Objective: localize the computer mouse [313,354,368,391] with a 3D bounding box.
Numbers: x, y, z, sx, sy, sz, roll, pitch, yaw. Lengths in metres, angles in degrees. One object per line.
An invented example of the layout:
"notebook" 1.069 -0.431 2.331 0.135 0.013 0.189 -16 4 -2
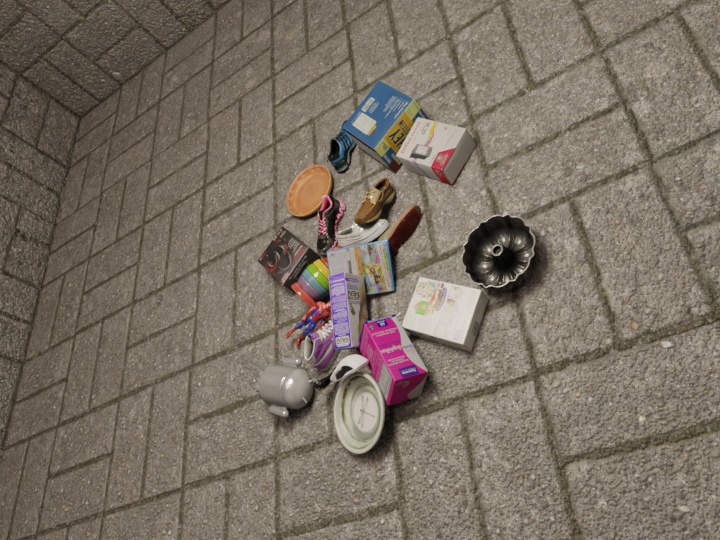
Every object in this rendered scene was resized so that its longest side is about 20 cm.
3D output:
"computer mouse" -0.048 0.264 1.581 0.199 0.108 0.045 -37 80 46

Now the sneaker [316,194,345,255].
"sneaker" -0.115 -0.153 1.910 0.077 0.095 0.206 -2 66 34

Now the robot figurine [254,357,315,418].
"robot figurine" -0.216 0.337 1.704 0.195 0.112 0.175 -1 70 37

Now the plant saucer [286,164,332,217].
"plant saucer" -0.174 -0.273 2.060 0.196 0.037 0.206 -19 55 29

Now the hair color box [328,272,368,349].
"hair color box" -0.030 0.115 1.646 0.063 0.108 0.207 -10 80 30

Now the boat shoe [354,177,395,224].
"boat shoe" 0.037 -0.214 1.784 0.074 0.076 0.201 4 37 32

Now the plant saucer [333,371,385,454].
"plant saucer" 0.008 0.370 1.536 0.197 0.049 0.207 -15 71 48

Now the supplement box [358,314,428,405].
"supplement box" 0.081 0.228 1.520 0.098 0.105 0.202 -10 47 -23

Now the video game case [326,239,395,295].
"video game case" 0.000 0.000 1.719 0.194 0.018 0.148 -9 87 20

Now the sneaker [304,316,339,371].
"sneaker" -0.095 0.181 1.698 0.071 0.114 0.205 12 72 41

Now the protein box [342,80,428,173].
"protein box" 0.085 -0.465 1.897 0.200 0.134 0.200 -50 47 3

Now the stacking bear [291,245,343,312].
"stacking bear" -0.109 0.014 1.806 0.200 0.114 0.121 -46 35 -3

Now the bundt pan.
"bundt pan" 0.359 -0.036 1.492 0.197 0.075 0.208 -19 56 29

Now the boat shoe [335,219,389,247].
"boat shoe" 0.000 -0.119 1.791 0.197 0.066 0.074 -25 23 36

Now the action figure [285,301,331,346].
"action figure" -0.145 0.154 1.756 0.200 0.065 0.052 -44 11 27

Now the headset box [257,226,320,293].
"headset box" -0.231 -0.032 1.944 0.150 0.075 0.199 -53 47 0

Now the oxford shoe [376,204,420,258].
"oxford shoe" 0.100 -0.118 1.742 0.201 0.070 0.075 -51 42 1

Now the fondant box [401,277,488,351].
"fondant box" 0.218 0.111 1.533 0.196 0.058 0.148 12 74 40

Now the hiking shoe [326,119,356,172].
"hiking shoe" -0.062 -0.444 2.032 0.073 0.086 0.206 -7 62 33

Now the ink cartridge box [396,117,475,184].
"ink cartridge box" 0.225 -0.362 1.769 0.198 0.085 0.150 27 83 42
